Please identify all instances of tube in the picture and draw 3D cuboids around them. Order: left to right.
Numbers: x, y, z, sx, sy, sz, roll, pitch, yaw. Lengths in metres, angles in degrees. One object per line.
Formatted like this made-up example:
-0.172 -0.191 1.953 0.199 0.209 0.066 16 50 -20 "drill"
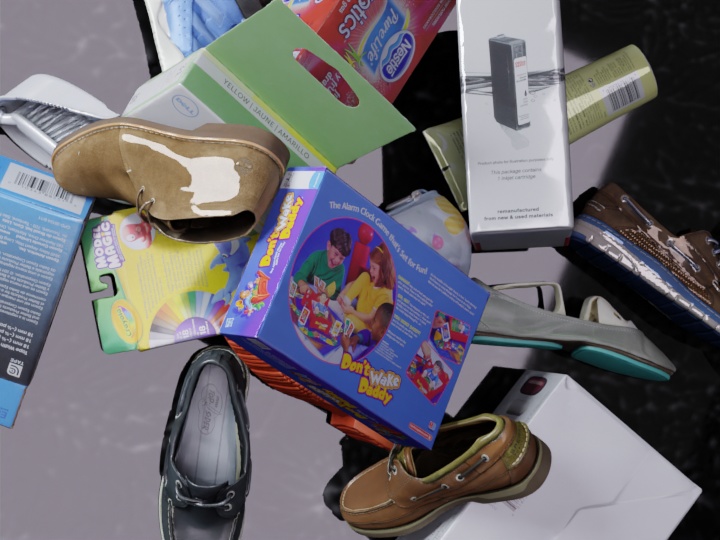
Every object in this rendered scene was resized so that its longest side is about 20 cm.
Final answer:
0.156 -0.129 1.402 0.199 0.058 0.052 -27 136 -5 "tube"

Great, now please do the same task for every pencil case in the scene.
0.000 0.000 1.302 0.199 0.083 0.092 -21 126 -39 "pencil case"

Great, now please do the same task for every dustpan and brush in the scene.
-0.263 -0.119 1.300 0.199 0.140 0.057 35 71 18 "dustpan and brush"

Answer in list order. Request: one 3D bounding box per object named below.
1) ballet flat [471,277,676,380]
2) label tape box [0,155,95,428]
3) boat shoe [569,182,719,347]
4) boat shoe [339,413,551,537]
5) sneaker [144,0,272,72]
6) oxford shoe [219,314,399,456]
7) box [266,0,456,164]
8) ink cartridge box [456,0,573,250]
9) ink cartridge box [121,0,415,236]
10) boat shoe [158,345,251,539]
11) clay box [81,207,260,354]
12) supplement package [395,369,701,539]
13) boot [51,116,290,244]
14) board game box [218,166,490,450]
0.179 0.045 1.391 0.198 0.067 0.064 12 79 -10 "ballet flat"
-0.308 0.008 1.289 0.143 0.063 0.201 20 116 -10 "label tape box"
0.275 -0.002 1.405 0.199 0.072 0.073 35 81 -8 "boat shoe"
0.053 0.153 1.294 0.068 0.199 0.072 41 40 -33 "boat shoe"
-0.108 -0.182 1.335 0.110 0.077 0.202 -15 85 -1 "sneaker"
-0.029 0.076 1.341 0.199 0.071 0.073 36 75 -28 "oxford shoe"
-0.016 -0.185 1.303 0.096 0.099 0.201 47 61 -31 "box"
0.123 -0.124 1.309 0.083 0.144 0.202 -3 85 5 "ink cartridge box"
-0.073 -0.107 1.217 0.145 0.199 0.048 41 59 -21 "ink cartridge box"
-0.124 0.161 1.326 0.074 0.066 0.202 11 87 -1 "boat shoe"
-0.123 -0.005 1.343 0.198 0.048 0.116 -11 93 -10 "clay box"
0.150 0.208 1.357 0.155 0.111 0.201 40 82 -8 "supplement package"
-0.152 -0.063 1.205 0.198 0.074 0.076 1 59 27 "boot"
0.001 0.031 1.219 0.200 0.045 0.136 36 69 -38 "board game box"
